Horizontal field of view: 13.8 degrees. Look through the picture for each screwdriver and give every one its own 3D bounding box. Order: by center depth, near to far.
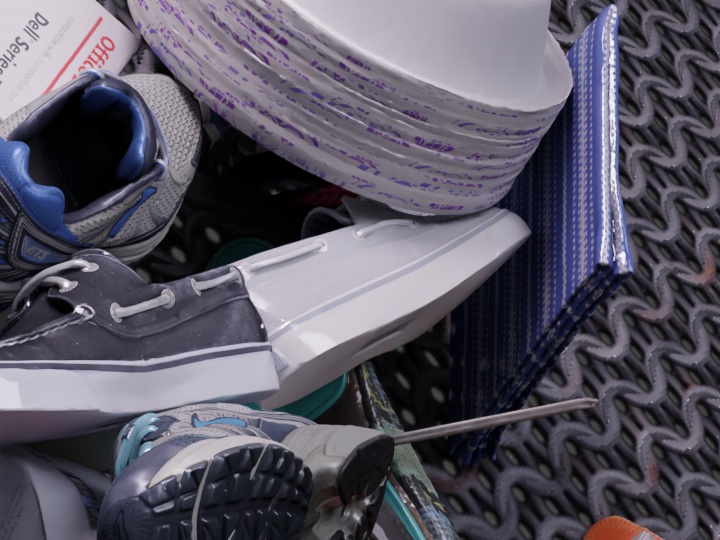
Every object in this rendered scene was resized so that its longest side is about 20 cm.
[{"bbox_3d":[0.006,0.077,1.288,0.200,0.029,0.028,-9,65,-15],"label":"screwdriver"}]

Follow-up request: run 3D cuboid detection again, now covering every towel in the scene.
[{"bbox_3d":[0.083,-0.011,1.390,0.024,0.200,0.145,11,57,-15],"label":"towel"}]

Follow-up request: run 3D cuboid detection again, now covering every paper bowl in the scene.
[{"bbox_3d":[0.005,-0.123,1.332,0.201,0.104,0.201,27,23,-13],"label":"paper bowl"}]

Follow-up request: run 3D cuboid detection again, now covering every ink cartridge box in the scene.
[{"bbox_3d":[-0.059,0.122,1.138,0.160,0.047,0.200,24,-3,-33],"label":"ink cartridge box"},{"bbox_3d":[-0.174,-0.095,1.309,0.200,0.067,0.117,41,35,-11],"label":"ink cartridge box"}]

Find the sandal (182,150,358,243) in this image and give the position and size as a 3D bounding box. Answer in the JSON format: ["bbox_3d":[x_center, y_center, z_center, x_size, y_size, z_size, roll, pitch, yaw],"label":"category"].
[{"bbox_3d":[-0.027,-0.035,1.370,0.200,0.075,0.045,20,85,-48],"label":"sandal"}]

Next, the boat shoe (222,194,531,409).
[{"bbox_3d":[0.000,0.000,1.304,0.200,0.072,0.069,-28,77,-45],"label":"boat shoe"}]

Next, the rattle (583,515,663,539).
[{"bbox_3d":[0.213,0.178,1.415,0.130,0.143,0.200,-33,89,-37],"label":"rattle"}]

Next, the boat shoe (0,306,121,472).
[{"bbox_3d":[-0.166,0.003,1.235,0.201,0.070,0.072,44,16,-6],"label":"boat shoe"}]

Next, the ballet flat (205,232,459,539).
[{"bbox_3d":[-0.012,0.076,1.337,0.074,0.074,0.200,0,58,-48],"label":"ballet flat"}]

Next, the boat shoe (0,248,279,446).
[{"bbox_3d":[-0.106,0.026,1.139,0.200,0.072,0.068,-6,81,-51],"label":"boat shoe"}]

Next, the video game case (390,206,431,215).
[{"bbox_3d":[0.043,-0.049,1.551,0.200,0.018,0.143,-9,63,-51],"label":"video game case"}]

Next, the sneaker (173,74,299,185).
[{"bbox_3d":[-0.056,-0.127,1.465,0.089,0.079,0.200,3,62,-39],"label":"sneaker"}]

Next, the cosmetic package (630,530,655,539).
[{"bbox_3d":[0.147,0.229,1.315,0.200,0.107,0.090,47,35,-5],"label":"cosmetic package"}]

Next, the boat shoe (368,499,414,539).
[{"bbox_3d":[0.037,0.170,1.251,0.063,0.074,0.201,-34,97,-29],"label":"boat shoe"}]

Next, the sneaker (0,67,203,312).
[{"bbox_3d":[-0.105,-0.043,1.200,0.077,0.085,0.200,50,31,-1],"label":"sneaker"}]

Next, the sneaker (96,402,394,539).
[{"bbox_3d":[-0.061,0.087,1.090,0.086,0.078,0.200,16,4,19],"label":"sneaker"}]
